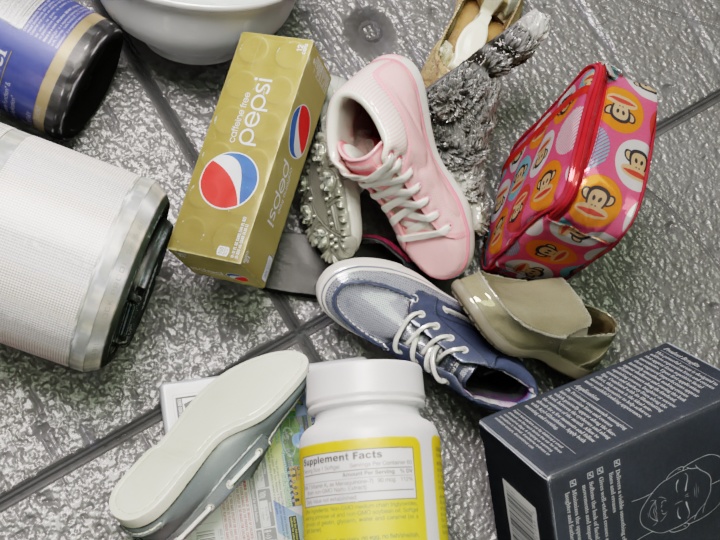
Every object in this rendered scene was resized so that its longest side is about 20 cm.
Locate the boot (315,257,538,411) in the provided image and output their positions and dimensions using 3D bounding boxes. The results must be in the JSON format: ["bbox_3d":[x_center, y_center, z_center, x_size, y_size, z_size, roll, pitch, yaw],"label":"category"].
[{"bbox_3d":[0.060,0.055,0.859,0.200,0.090,0.073,21,108,-19],"label":"boot"}]

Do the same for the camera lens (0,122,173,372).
[{"bbox_3d":[-0.258,-0.022,0.791,0.200,0.160,0.160,21,70,-7],"label":"camera lens"}]

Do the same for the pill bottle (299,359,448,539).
[{"bbox_3d":[0.010,0.177,0.799,0.114,0.114,0.200,0,73,-14],"label":"pill bottle"}]

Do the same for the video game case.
[{"bbox_3d":[-0.065,0.181,0.852,0.182,0.022,0.200,-6,74,-15],"label":"video game case"}]

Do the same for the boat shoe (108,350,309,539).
[{"bbox_3d":[-0.112,0.143,0.819,0.200,0.073,0.062,-43,130,-29],"label":"boat shoe"}]

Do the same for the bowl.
[{"bbox_3d":[-0.146,-0.247,0.908,0.201,0.090,0.201,6,44,-6],"label":"bowl"}]

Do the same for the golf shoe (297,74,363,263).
[{"bbox_3d":[-0.009,-0.098,0.912,0.097,0.078,0.200,4,60,-26],"label":"golf shoe"}]

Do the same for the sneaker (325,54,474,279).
[{"bbox_3d":[0.028,-0.072,0.844,0.105,0.075,0.200,-39,115,-53],"label":"sneaker"}]

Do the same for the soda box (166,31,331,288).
[{"bbox_3d":[-0.088,-0.093,0.839,0.068,0.064,0.200,12,74,17],"label":"soda box"}]

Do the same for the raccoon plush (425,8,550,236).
[{"bbox_3d":[0.116,-0.122,0.913,0.200,0.097,0.134,-35,98,16],"label":"raccoon plush"}]

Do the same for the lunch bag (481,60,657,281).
[{"bbox_3d":[0.185,-0.087,0.901,0.082,0.200,0.176,22,66,-8],"label":"lunch bag"}]

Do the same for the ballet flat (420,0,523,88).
[{"bbox_3d":[0.122,-0.246,1.005,0.070,0.065,0.200,26,69,-6],"label":"ballet flat"}]

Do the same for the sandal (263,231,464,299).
[{"bbox_3d":[0.000,0.000,0.910,0.200,0.045,0.075,6,71,-12],"label":"sandal"}]

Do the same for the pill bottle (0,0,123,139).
[{"bbox_3d":[-0.313,-0.203,0.859,0.200,0.112,0.112,28,69,-4],"label":"pill bottle"}]

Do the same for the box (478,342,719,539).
[{"bbox_3d":[0.216,0.172,0.845,0.200,0.107,0.149,-18,114,-18],"label":"box"}]

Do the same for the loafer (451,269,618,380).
[{"bbox_3d":[0.154,0.036,0.879,0.200,0.068,0.076,23,25,-45],"label":"loafer"}]
